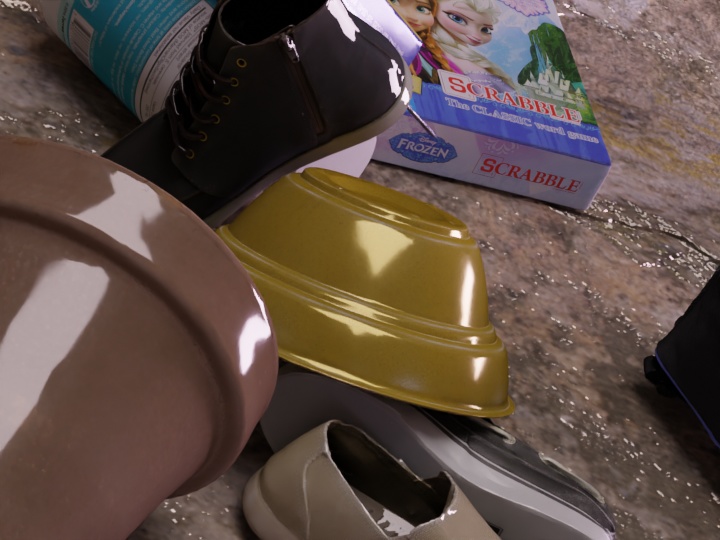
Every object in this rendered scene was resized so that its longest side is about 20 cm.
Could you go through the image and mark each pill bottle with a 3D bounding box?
[{"bbox_3d":[-0.081,-0.119,1.659,0.200,0.111,0.111,45,37,22],"label":"pill bottle"}]

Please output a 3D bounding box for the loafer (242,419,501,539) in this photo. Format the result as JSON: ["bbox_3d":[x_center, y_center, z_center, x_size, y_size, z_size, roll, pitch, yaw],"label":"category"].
[{"bbox_3d":[0.038,0.142,1.436,0.200,0.068,0.076,30,33,1],"label":"loafer"}]

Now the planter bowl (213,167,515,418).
[{"bbox_3d":[0.000,0.000,1.513,0.200,0.083,0.200,20,9,-3],"label":"planter bowl"}]

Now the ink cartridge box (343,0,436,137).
[{"bbox_3d":[-0.040,-0.186,1.670,0.200,0.047,0.198,43,-1,34],"label":"ink cartridge box"}]

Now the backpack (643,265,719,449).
[{"bbox_3d":[0.293,0.068,1.667,0.200,0.135,0.183,0,44,-40],"label":"backpack"}]

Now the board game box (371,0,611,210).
[{"bbox_3d":[0.041,-0.134,1.830,0.200,0.041,0.200,13,37,-23],"label":"board game box"}]

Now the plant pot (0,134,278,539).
[{"bbox_3d":[-0.159,0.067,1.308,0.200,0.200,0.175,29,50,0],"label":"plant pot"}]

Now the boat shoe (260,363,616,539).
[{"bbox_3d":[0.040,0.102,1.498,0.200,0.071,0.064,31,30,-6],"label":"boat shoe"}]

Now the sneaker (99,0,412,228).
[{"bbox_3d":[-0.082,-0.087,1.529,0.106,0.200,0.075,49,16,-52],"label":"sneaker"}]
